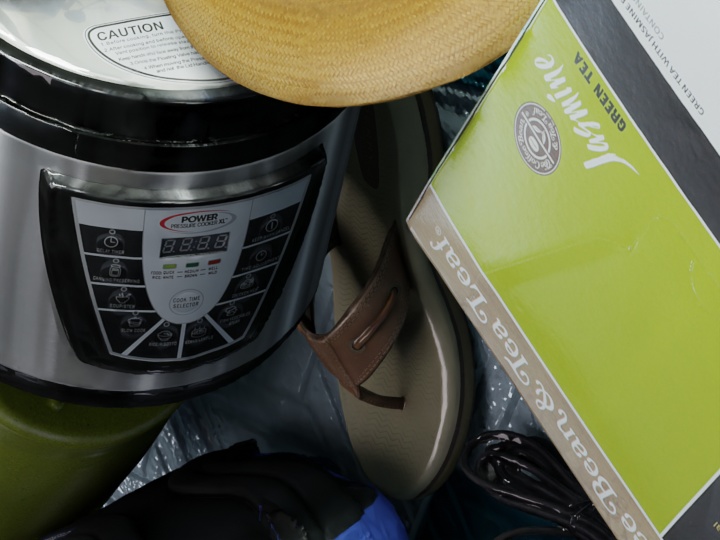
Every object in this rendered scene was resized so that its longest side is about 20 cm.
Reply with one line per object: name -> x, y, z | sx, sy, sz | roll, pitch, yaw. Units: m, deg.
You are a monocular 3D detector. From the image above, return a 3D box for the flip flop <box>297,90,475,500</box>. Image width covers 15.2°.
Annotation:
flip flop -> 0.000, 0.000, 1.082 | 0.081, 0.058, 0.200 | 25, 128, 47

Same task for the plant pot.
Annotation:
plant pot -> -0.157, 0.030, 1.187 | 0.193, 0.200, 0.201 | -25, 87, 61

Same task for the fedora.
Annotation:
fedora -> 0.022, -0.138, 0.864 | 0.200, 0.082, 0.201 | -7, 78, 35

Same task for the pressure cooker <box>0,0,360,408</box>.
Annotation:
pressure cooker -> -0.087, -0.071, 0.979 | 0.179, 0.176, 0.200 | 24, 134, 10

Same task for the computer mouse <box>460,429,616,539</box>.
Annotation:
computer mouse -> 0.040, 0.152, 1.003 | 0.140, 0.200, 0.046 | 26, 145, 39

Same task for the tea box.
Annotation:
tea box -> 0.144, -0.007, 0.797 | 0.200, 0.134, 0.197 | 57, 145, 17

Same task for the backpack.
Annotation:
backpack -> -0.044, 0.165, 1.140 | 0.168, 0.162, 0.200 | 60, 159, -10
